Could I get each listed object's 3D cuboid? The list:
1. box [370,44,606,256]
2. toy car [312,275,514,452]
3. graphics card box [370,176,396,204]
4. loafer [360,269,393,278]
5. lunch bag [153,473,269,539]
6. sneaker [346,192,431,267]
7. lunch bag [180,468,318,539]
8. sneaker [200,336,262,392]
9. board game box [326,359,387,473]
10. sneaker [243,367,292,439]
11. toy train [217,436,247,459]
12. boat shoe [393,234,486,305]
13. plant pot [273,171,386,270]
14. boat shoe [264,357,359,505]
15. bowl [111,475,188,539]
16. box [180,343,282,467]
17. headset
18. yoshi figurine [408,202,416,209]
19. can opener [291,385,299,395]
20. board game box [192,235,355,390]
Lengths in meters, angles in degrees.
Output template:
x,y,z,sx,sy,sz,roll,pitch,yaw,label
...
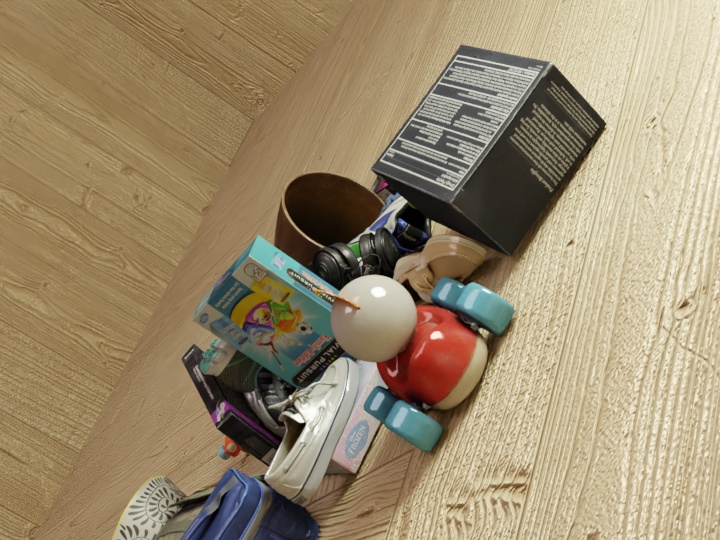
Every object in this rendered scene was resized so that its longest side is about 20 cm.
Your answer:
x,y,z,sx,sy,sz,roll,pitch,yaw,label
0.149,-0.148,1.366,0.199,0.123,0.200,-53,31,-3,box
0.030,0.064,1.260,0.185,0.200,0.177,-57,15,-4,toy car
0.092,-0.178,1.855,0.200,0.051,0.126,-31,30,61,graphics card box
-0.013,0.046,1.589,0.200,0.072,0.063,-35,12,-15,loafer
-0.208,0.364,1.564,0.164,0.117,0.200,-29,25,56,lunch bag
0.041,-0.039,1.669,0.200,0.080,0.115,-56,13,-2,sneaker
-0.161,0.354,1.400,0.200,0.132,0.136,-58,15,-7,lunch bag
-0.135,0.087,1.598,0.200,0.091,0.078,-51,17,-18,sneaker
-0.016,0.170,1.491,0.200,0.043,0.199,-62,15,-20,board game box
-0.117,0.147,1.642,0.114,0.200,0.075,-41,-23,9,sneaker
-0.159,0.213,1.845,0.200,0.055,0.150,-57,16,13,toy train
0.095,0.010,1.435,0.200,0.074,0.069,-34,34,66,boat shoe
-0.068,-0.025,1.843,0.187,0.186,0.200,-74,8,-48,plant pot
-0.070,0.180,1.391,0.075,0.086,0.202,-32,29,55,boat shoe
-0.284,0.413,1.680,0.201,0.094,0.202,14,-90,-74,bowl
-0.178,0.199,1.640,0.036,0.143,0.200,-44,34,3,box
0.000,0.000,1.550,0.123,0.094,0.200,-20,9,-6,headset
0.158,-0.135,1.530,0.200,0.112,0.112,-41,58,6,yoshi figurine
-0.076,0.163,1.678,0.200,0.053,0.067,-50,16,29,can opener
-0.097,0.065,1.492,0.151,0.200,0.047,-45,17,37,board game box
